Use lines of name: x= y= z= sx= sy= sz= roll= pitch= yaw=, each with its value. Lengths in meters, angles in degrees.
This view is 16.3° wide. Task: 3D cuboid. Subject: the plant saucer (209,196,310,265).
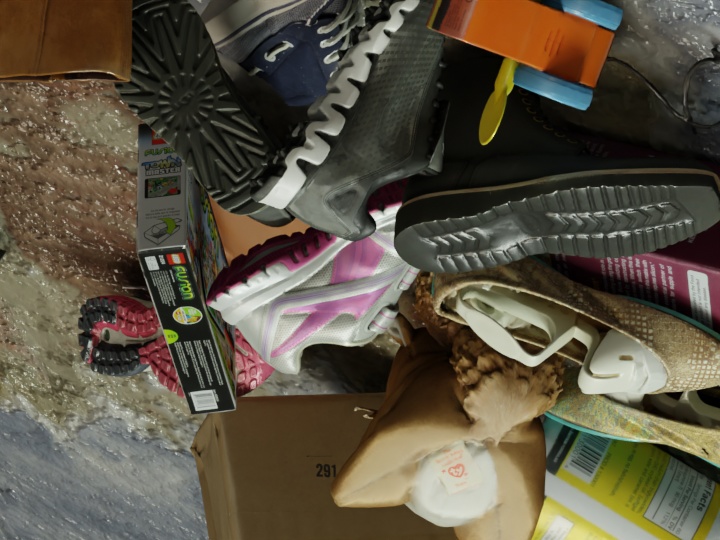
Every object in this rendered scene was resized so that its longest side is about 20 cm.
plant saucer: x=-0.061 y=-0.028 z=1.807 sx=0.199 sy=0.038 sz=0.201 roll=23 pitch=146 yaw=16

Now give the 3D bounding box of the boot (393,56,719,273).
boot: x=0.120 y=-0.081 z=1.527 sx=0.199 sy=0.139 sz=0.078 roll=-4 pitch=145 yaw=14

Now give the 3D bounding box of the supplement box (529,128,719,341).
supplement box: x=0.165 y=-0.014 z=1.588 sx=0.199 sy=0.086 sz=0.111 roll=15 pitch=144 yaw=25

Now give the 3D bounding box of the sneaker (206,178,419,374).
sneaker: x=0.000 y=0.000 z=1.687 sx=0.199 sy=0.081 sz=0.088 roll=-28 pitch=106 yaw=13

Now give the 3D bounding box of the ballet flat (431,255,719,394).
ballet flat: x=0.132 y=0.041 z=1.547 sx=0.199 sy=0.065 sz=0.071 roll=22 pitch=146 yaw=15

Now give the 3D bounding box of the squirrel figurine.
squirrel figurine: x=0.072 y=0.080 z=1.741 sx=0.141 sy=0.187 sz=0.201 roll=22 pitch=113 yaw=-10

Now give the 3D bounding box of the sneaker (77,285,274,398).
sneaker: x=-0.132 y=0.048 z=1.921 sx=0.199 sy=0.074 sz=0.081 roll=12 pitch=105 yaw=46

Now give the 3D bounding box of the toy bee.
toy bee: x=0.106 y=-0.128 z=1.469 sx=0.200 sy=0.131 sz=0.109 roll=41 pitch=173 yaw=-34

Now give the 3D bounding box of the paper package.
paper package: x=-0.012 y=0.193 z=1.862 sx=0.199 sy=0.191 sz=0.104 roll=-1 pitch=151 yaw=-16

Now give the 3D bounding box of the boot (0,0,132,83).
boot: x=-0.208 y=-0.214 z=1.543 sx=0.187 sy=0.201 sz=0.068 roll=7 pitch=180 yaw=22

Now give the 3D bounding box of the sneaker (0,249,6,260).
sneaker: x=-0.380 y=-0.028 z=2.061 sx=0.199 sy=0.077 sz=0.089 roll=-6 pitch=119 yaw=37

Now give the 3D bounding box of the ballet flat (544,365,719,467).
ballet flat: x=0.215 y=0.089 z=1.717 sx=0.199 sy=0.071 sz=0.071 roll=18 pitch=145 yaw=22

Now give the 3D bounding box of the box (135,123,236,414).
box: x=-0.120 y=0.000 z=1.745 sx=0.035 sy=0.111 sz=0.200 roll=-6 pitch=144 yaw=5

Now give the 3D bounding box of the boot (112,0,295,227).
boot: x=-0.097 y=-0.105 z=1.617 sx=0.182 sy=0.072 sz=0.200 roll=61 pitch=-172 yaw=-2

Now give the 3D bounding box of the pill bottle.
pill bottle: x=0.199 y=0.185 z=1.801 sx=0.199 sy=0.115 sz=0.114 roll=31 pitch=148 yaw=2

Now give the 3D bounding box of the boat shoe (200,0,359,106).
boat shoe: x=-0.022 y=-0.164 z=1.569 sx=0.093 sy=0.075 sz=0.200 roll=38 pitch=157 yaw=-17

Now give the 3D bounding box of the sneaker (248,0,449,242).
sneaker: x=0.023 y=-0.102 z=1.505 sx=0.090 sy=0.200 sz=0.066 roll=36 pitch=174 yaw=-11
